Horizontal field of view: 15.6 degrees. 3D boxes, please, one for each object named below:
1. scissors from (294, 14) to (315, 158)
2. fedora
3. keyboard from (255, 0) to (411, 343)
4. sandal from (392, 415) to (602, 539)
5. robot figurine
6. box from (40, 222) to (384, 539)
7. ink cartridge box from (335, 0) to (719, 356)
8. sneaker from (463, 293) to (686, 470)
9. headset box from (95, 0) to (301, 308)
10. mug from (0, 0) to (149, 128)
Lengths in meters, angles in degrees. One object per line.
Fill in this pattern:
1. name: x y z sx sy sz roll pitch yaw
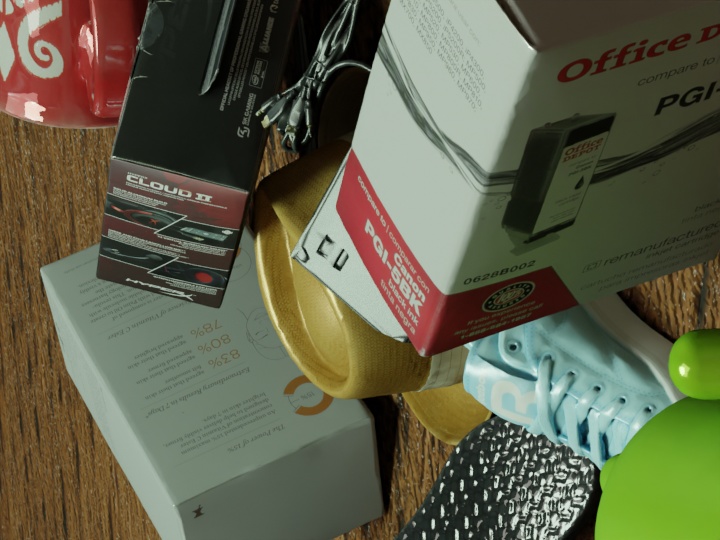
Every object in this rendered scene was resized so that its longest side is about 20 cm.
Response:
1. scissors: -0.025 -0.046 1.463 0.200 0.014 0.073 98 151 -44
2. fedora: 0.000 0.000 1.335 0.201 0.082 0.201 48 147 47
3. keyboard: 0.025 -0.075 1.161 0.127 0.021 0.200 40 118 18
4. sandal: 0.061 0.132 1.303 0.200 0.045 0.075 -48 56 41
5. robot figurine: 0.164 0.106 0.970 0.200 0.115 0.176 -169 77 -66
6. box: -0.087 0.070 1.526 0.200 0.124 0.098 56 163 38
7. ink cartridge box: 0.085 -0.070 0.992 0.083 0.146 0.200 61 156 26
8. sneaker: 0.090 0.055 1.157 0.200 0.082 0.074 50 149 45
9. headset box: -0.082 -0.086 1.363 0.200 0.075 0.149 111 172 -68
10. mug: -0.147 -0.193 1.519 0.177 0.133 0.201 32 132 38
